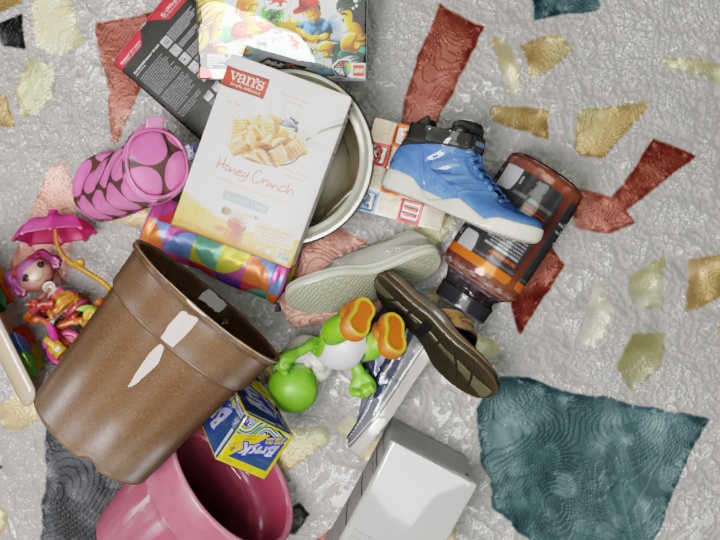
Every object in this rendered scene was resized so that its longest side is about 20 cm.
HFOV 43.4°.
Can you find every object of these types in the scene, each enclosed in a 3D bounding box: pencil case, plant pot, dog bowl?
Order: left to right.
[{"bbox_3d":[-0.271,-0.113,1.056,0.091,0.200,0.094,-12,92,-37],"label":"pencil case"},{"bbox_3d":[-0.226,0.104,0.966,0.200,0.200,0.198,42,90,-3],"label":"plant pot"},{"bbox_3d":[-0.213,0.291,1.095,0.179,0.200,0.200,-39,93,18],"label":"plant pot"},{"bbox_3d":[-0.170,-0.024,1.116,0.200,0.088,0.088,23,94,-1],"label":"pencil case"},{"bbox_3d":[-0.080,-0.130,1.054,0.200,0.074,0.200,0,94,6],"label":"dog bowl"}]

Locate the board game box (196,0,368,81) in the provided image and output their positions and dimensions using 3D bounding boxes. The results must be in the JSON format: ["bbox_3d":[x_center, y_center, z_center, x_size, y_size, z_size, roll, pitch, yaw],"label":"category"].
[{"bbox_3d":[-0.091,-0.288,1.060,0.200,0.035,0.126,0,106,-1],"label":"board game box"}]

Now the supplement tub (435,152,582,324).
[{"bbox_3d":[0.174,-0.036,1.102,0.107,0.107,0.200,33,93,-2],"label":"supplement tub"}]

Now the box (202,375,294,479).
[{"bbox_3d":[-0.149,0.157,1.066,0.070,0.200,0.064,31,96,-29],"label":"box"}]

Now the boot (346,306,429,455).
[{"bbox_3d":[0.021,0.128,1.138,0.090,0.073,0.200,35,85,2],"label":"boot"}]

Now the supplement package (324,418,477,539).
[{"bbox_3d":[0.043,0.307,1.122,0.117,0.117,0.200,28,94,-1],"label":"supplement package"}]

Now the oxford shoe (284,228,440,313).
[{"bbox_3d":[0.000,0.000,1.117,0.200,0.075,0.058,-19,53,-11],"label":"oxford shoe"}]

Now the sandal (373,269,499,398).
[{"bbox_3d":[0.099,0.069,1.085,0.200,0.082,0.055,46,60,4],"label":"sandal"}]

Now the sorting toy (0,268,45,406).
[{"bbox_3d":[-0.418,0.060,1.067,0.036,0.200,0.185,-26,98,-16],"label":"sorting toy"}]

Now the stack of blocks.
[{"bbox_3d":[0.017,-0.129,1.119,0.200,0.059,0.115,15,94,-1],"label":"stack of blocks"}]

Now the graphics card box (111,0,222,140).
[{"bbox_3d":[-0.188,-0.235,1.116,0.200,0.051,0.126,41,93,-2],"label":"graphics card box"}]

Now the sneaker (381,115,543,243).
[{"bbox_3d":[0.130,-0.111,1.033,0.200,0.077,0.111,26,94,24],"label":"sneaker"}]

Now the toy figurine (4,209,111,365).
[{"bbox_3d":[-0.355,0.019,1.097,0.184,0.150,0.200,42,77,9],"label":"toy figurine"}]

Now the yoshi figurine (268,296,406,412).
[{"bbox_3d":[-0.043,0.114,1.078,0.200,0.112,0.113,-32,82,42],"label":"yoshi figurine"}]

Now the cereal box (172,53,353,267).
[{"bbox_3d":[-0.107,-0.120,1.000,0.144,0.040,0.200,20,96,3],"label":"cereal box"}]
